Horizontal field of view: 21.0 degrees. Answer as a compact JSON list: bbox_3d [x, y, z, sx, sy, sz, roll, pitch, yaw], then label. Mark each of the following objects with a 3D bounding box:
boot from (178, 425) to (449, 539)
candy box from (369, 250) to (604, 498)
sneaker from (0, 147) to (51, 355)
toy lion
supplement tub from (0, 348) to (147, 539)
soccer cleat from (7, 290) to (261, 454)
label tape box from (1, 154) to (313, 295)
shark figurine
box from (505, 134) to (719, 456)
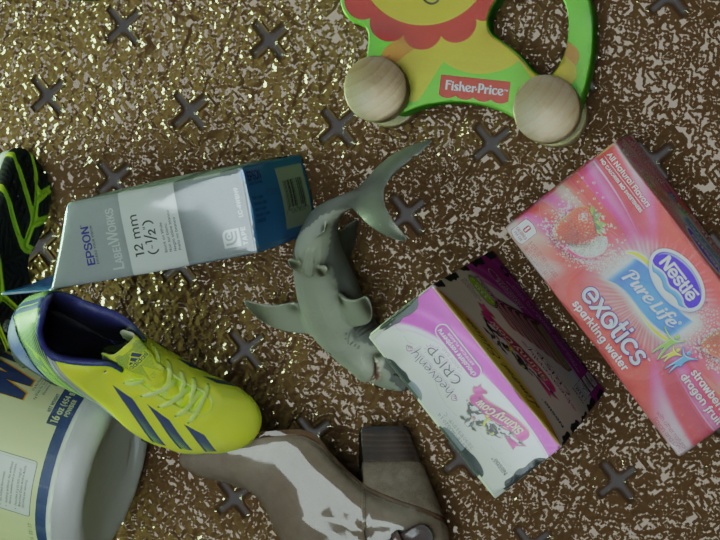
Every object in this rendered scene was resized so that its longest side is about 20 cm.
[{"bbox_3d":[-0.034,0.193,1.440,0.199,0.070,0.147,-5,75,7],"label":"boot"},{"bbox_3d":[0.092,0.065,1.339,0.061,0.200,0.137,-40,87,17],"label":"candy box"},{"bbox_3d":[-0.293,-0.001,1.466,0.076,0.201,0.075,-11,135,28],"label":"sneaker"},{"bbox_3d":[0.073,-0.193,1.388,0.199,0.069,0.193,9,92,14],"label":"toy lion"},{"bbox_3d":[-0.276,0.128,1.477,0.199,0.145,0.146,15,101,13],"label":"supplement tub"},{"bbox_3d":[-0.156,0.075,1.383,0.200,0.084,0.065,27,60,-15],"label":"soccer cleat"},{"bbox_3d":[-0.149,-0.034,1.421,0.199,0.143,0.066,-8,95,16],"label":"label tape box"},{"bbox_3d":[-0.011,-0.017,1.408,0.128,0.090,0.215,20,139,16],"label":"shark figurine"},{"bbox_3d":[0.206,0.014,1.355,0.103,0.095,0.200,-37,87,16],"label":"box"}]
